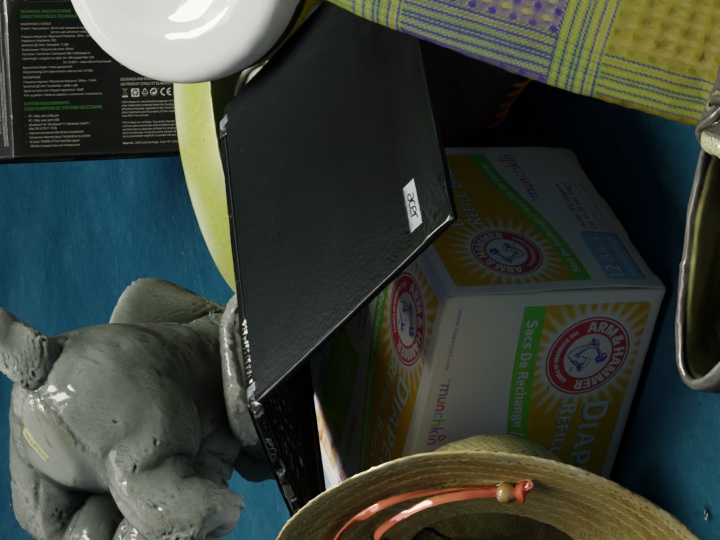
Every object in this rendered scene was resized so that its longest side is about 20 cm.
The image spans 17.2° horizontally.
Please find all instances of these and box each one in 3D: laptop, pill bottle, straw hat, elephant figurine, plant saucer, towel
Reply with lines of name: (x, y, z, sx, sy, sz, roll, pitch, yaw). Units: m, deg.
laptop: (0.000, 0.000, 0.993, 0.178, 0.102, 0.201, -98, -8, -46)
pill bottle: (-0.045, -0.155, 1.089, 0.200, 0.111, 0.114, -32, -52, -65)
straw hat: (0.057, 0.115, 0.963, 0.085, 0.199, 0.202, -87, 10, -51)
elephant figurine: (-0.073, 0.061, 1.165, 0.141, 0.200, 0.156, 34, 139, 20)
plant saucer: (-0.056, -0.063, 1.241, 0.200, 0.031, 0.202, -10, -90, -74)
towel: (0.078, -0.128, 0.858, 0.023, 0.198, 0.144, -71, -3, -48)

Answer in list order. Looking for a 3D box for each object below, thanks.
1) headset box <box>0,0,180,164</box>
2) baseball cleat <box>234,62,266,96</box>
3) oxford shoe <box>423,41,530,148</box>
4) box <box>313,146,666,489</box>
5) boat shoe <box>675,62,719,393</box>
headset box: (-0.152, -0.113, 1.444, 0.200, 0.173, 0.094, -177, 84, -69)
baseball cleat: (-0.024, -0.120, 1.209, 0.070, 0.106, 0.201, -39, 59, 32)
oxford shoe: (0.047, -0.081, 1.061, 0.201, 0.072, 0.072, 74, -147, -48)
box: (0.047, 0.058, 1.052, 0.113, 0.100, 0.201, -119, 34, -50)
boat shoe: (0.149, -0.044, 0.818, 0.072, 0.066, 0.202, 34, 129, 43)
